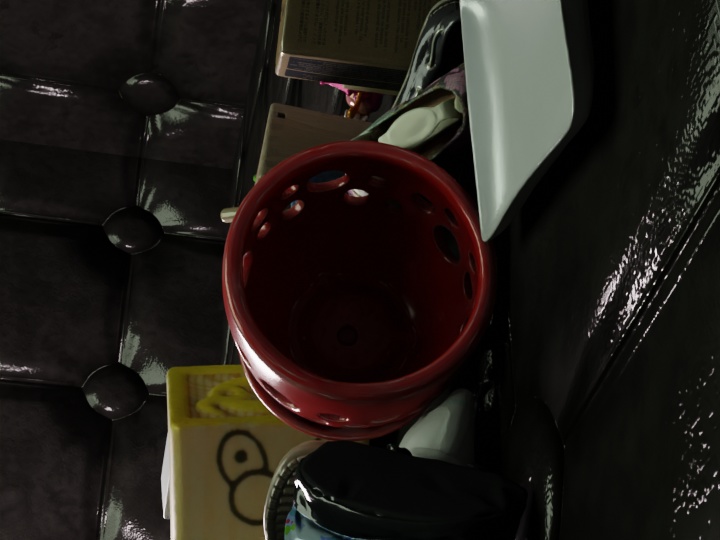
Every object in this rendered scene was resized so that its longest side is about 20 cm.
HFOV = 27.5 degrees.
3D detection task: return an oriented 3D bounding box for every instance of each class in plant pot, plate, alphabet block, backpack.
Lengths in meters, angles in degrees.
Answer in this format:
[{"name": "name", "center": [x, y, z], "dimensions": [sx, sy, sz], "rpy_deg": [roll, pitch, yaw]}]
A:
[{"name": "plant pot", "center": [-0.003, 0.027, 1.124], "dimensions": [0.183, 0.199, 0.202], "rpy_deg": [95, 179, -70]}, {"name": "plate", "center": [0.111, -0.145, 0.976], "dimensions": [0.200, 0.032, 0.201], "rpy_deg": [119, 151, -66]}, {"name": "alphabet block", "center": [-0.096, 0.214, 1.466], "dimensions": [0.196, 0.194, 0.202], "rpy_deg": [-129, 39, -74]}, {"name": "backpack", "center": [0.019, 0.234, 0.961], "dimensions": [0.154, 0.162, 0.201], "rpy_deg": [-32, -53, -51]}]

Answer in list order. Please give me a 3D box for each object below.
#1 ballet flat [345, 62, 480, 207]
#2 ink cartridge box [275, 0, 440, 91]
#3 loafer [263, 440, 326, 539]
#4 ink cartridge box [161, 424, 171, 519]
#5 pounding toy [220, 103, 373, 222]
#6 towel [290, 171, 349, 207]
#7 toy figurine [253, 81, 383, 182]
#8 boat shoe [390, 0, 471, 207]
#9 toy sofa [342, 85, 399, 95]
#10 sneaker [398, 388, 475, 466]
[{"name": "ballet flat", "center": [0.033, -0.099, 1.150], "dimensions": [0.200, 0.071, 0.069], "rpy_deg": [-36, 77, 45]}, {"name": "ink cartridge box", "center": [0.016, -0.262, 1.276], "dimensions": [0.075, 0.164, 0.202], "rpy_deg": [129, 147, -77]}, {"name": "loafer", "center": [-0.038, 0.215, 1.198], "dimensions": [0.068, 0.075, 0.201], "rpy_deg": [-86, -3, -61]}, {"name": "ink cartridge box", "center": [-0.114, 0.202, 1.639], "dimensions": [0.084, 0.199, 0.146], "rpy_deg": [-111, 29, -64]}, {"name": "pounding toy", "center": [-0.041, -0.055, 1.405], "dimensions": [0.201, 0.183, 0.143], "rpy_deg": [106, 173, -46]}, {"name": "towel", "center": [0.000, 0.000, 1.265], "dimensions": [0.049, 0.111, 0.202], "rpy_deg": [178, 87, -84]}, {"name": "toy figurine", "center": [-0.007, -0.154, 1.580], "dimensions": [0.200, 0.149, 0.185], "rpy_deg": [7, -76, -75]}, {"name": "boat shoe", "center": [0.060, -0.121, 1.200], "dimensions": [0.063, 0.072, 0.201], "rpy_deg": [-105, 28, -73]}, {"name": "toy sofa", "center": [0.033, -0.279, 1.445], "dimensions": [0.098, 0.082, 0.201], "rpy_deg": [118, 157, -69]}, {"name": "sneaker", "center": [0.053, 0.146, 1.108], "dimensions": [0.200, 0.075, 0.089], "rpy_deg": [121, 171, -66]}]
